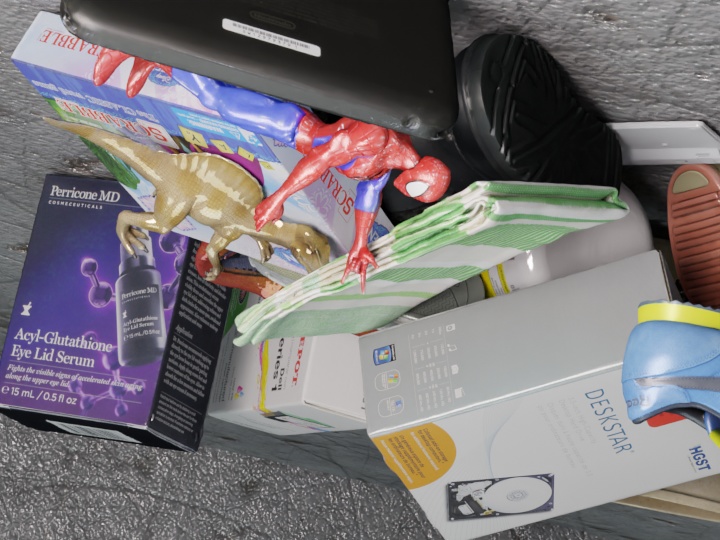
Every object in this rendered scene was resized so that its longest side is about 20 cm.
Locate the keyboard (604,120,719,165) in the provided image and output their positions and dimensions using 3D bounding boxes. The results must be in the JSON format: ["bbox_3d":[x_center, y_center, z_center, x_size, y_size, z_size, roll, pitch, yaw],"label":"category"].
[{"bbox_3d":[0.135,-0.081,1.169,0.199,0.011,0.056,1,158,36],"label":"keyboard"}]

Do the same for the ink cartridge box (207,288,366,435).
[{"bbox_3d":[-0.045,0.061,1.608,0.083,0.146,0.200,17,166,-26],"label":"ink cartridge box"}]

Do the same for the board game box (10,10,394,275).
[{"bbox_3d":[-0.090,-0.070,1.149,0.199,0.041,0.200,18,159,34],"label":"board game box"}]

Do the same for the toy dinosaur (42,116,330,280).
[{"bbox_3d":[-0.105,-0.048,1.104,0.199,0.059,0.101,28,148,-17],"label":"toy dinosaur"}]

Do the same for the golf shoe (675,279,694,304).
[{"bbox_3d":[0.240,0.047,1.242,0.199,0.095,0.078,-19,-173,2],"label":"golf shoe"}]

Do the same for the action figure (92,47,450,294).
[{"bbox_3d":[-0.050,-0.054,0.979,0.199,0.100,0.065,18,-176,19],"label":"action figure"}]

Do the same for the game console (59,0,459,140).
[{"bbox_3d":[-0.063,-0.114,0.957,0.199,0.177,0.117,14,131,-15],"label":"game console"}]

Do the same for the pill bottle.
[{"bbox_3d":[0.101,-0.009,1.264,0.109,0.110,0.200,18,168,-28],"label":"pill bottle"}]

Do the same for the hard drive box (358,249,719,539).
[{"bbox_3d":[0.119,0.084,1.167,0.199,0.077,0.156,-18,141,14],"label":"hard drive box"}]

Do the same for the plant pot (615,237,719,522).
[{"bbox_3d":[0.211,0.077,1.357,0.199,0.185,0.200,11,172,2],"label":"plant pot"}]

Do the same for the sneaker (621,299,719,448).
[{"bbox_3d":[0.240,0.076,1.040,0.199,0.079,0.066,13,164,-10],"label":"sneaker"}]

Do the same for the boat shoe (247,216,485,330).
[{"bbox_3d":[-0.002,0.001,1.241,0.201,0.075,0.065,21,148,29],"label":"boat shoe"}]

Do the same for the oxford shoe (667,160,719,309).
[{"bbox_3d":[0.260,0.012,1.184,0.074,0.201,0.071,-34,-166,-32],"label":"oxford shoe"}]

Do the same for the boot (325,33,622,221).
[{"bbox_3d":[0.046,-0.079,1.097,0.167,0.077,0.200,2,167,29],"label":"boot"}]

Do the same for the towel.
[{"bbox_3d":[0.040,-0.002,1.060,0.199,0.024,0.152,-28,165,35],"label":"towel"}]

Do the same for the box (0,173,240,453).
[{"bbox_3d":[-0.194,0.034,1.502,0.147,0.202,0.104,5,166,21],"label":"box"}]

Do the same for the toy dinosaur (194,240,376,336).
[{"bbox_3d":[-0.040,0.004,1.386,0.181,0.201,0.105,-19,174,-43],"label":"toy dinosaur"}]
